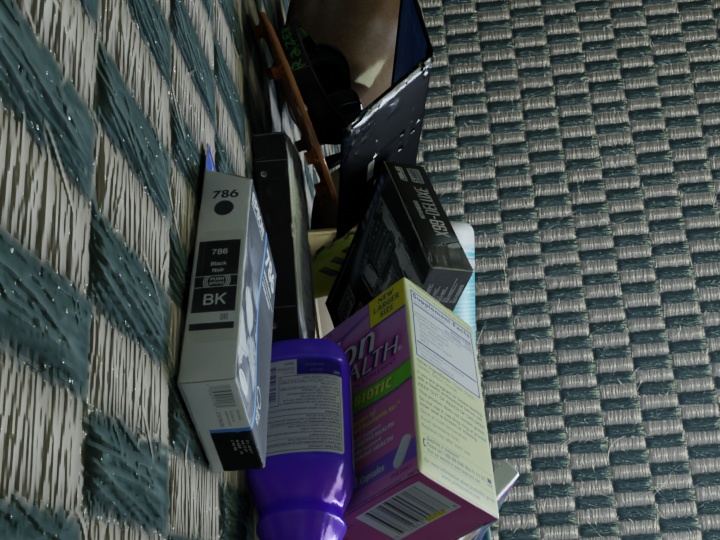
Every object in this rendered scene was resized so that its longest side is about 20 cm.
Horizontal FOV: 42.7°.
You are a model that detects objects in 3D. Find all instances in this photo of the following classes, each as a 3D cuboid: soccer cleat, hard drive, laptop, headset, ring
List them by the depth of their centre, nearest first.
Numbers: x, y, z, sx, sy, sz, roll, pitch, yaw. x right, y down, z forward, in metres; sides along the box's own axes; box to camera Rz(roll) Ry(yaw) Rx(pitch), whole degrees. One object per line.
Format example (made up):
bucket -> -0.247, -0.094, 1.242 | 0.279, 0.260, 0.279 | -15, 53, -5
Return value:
hard drive -> -0.072, -0.021, 0.906 | 0.140, 0.037, 0.204 | 69, 16, -83
ring -> -0.068, -0.160, 0.929 | 0.200, 0.019, 0.203 | 158, -89, -87
laptop -> 0.013, -0.168, 0.948 | 0.200, 0.103, 0.178 | -43, 159, -25
headset -> -0.045, -0.179, 1.001 | 0.200, 0.093, 0.125 | 45, 22, -56
soccer cleat -> 0.001, -0.001, 1.071 | 0.084, 0.199, 0.065 | 58, -43, 7

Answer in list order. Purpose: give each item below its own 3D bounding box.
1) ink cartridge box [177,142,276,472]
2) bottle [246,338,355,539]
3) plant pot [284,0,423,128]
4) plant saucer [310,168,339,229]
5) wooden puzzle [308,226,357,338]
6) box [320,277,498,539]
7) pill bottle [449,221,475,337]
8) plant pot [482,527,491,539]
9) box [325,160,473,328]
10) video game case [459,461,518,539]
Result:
ink cartridge box -> -0.082, 0.017, 0.600 | 0.100, 0.038, 0.202 | 81, 4, -49
bottle -> -0.044, 0.148, 0.695 | 0.066, 0.082, 0.202 | 83, 3, -50
plant pot -> -0.025, -0.257, 1.147 | 0.202, 0.183, 0.189 | -74, 163, -46
plant saucer -> -0.035, -0.038, 1.259 | 0.200, 0.029, 0.204 | 178, -90, -72
wooden puzzle -> -0.006, 0.040, 1.135 | 0.037, 0.198, 0.189 | -8, -91, 48
box -> 0.013, 0.143, 0.793 | 0.096, 0.175, 0.202 | 35, 34, -30
pill bottle -> 0.075, 0.048, 1.034 | 0.111, 0.109, 0.204 | 29, 60, -87
plant pot -> 0.030, 0.342, 1.059 | 0.190, 0.196, 0.202 | 105, -13, -46
box -> 0.032, 0.019, 0.932 | 0.159, 0.049, 0.202 | -110, -147, -43
video game case -> 0.061, 0.288, 0.855 | 0.199, 0.024, 0.184 | -35, 153, -38
